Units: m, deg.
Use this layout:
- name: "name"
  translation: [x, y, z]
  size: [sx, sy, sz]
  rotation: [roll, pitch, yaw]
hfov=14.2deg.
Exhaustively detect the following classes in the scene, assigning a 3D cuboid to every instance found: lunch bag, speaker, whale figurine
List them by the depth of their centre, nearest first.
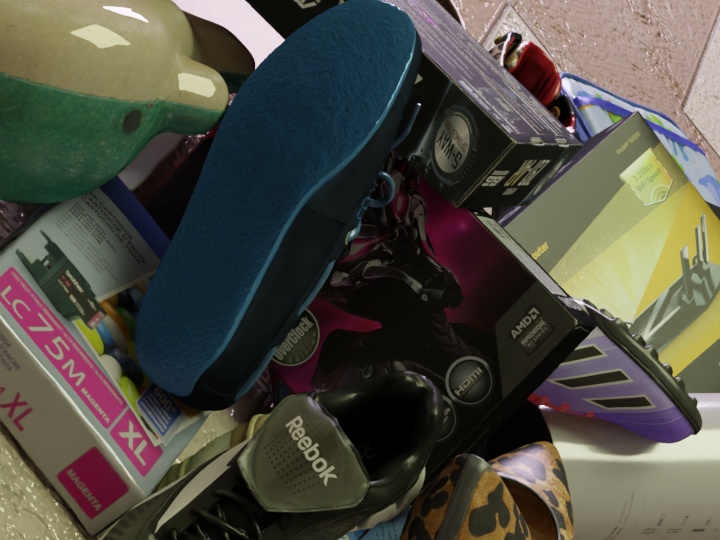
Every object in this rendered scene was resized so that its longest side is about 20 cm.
- name: "whale figurine"
  translation: [-0.130, -0.085, 1.326]
  size: [0.159, 0.104, 0.200]
  rotation: [23, 13, 23]
- name: "speaker"
  translation: [0.168, 0.105, 1.538]
  size: [0.199, 0.081, 0.081]
  rotation: [0, 52, -25]
- name: "lunch bag"
  translation: [0.174, -0.041, 1.874]
  size: [0.200, 0.082, 0.161]
  rotation: [19, 39, -54]

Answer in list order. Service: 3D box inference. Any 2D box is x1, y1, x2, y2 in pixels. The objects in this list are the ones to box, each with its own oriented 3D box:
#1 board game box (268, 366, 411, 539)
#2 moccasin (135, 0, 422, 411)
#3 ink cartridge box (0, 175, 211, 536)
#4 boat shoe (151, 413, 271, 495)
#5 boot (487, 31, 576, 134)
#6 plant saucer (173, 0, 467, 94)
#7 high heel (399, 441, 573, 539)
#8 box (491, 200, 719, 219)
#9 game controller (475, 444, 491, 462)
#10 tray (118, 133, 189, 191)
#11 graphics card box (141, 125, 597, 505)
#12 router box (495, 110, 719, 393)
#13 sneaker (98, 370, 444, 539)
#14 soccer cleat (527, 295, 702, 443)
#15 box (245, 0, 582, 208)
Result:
- name: "board game box"
  translation: [0.013, 0.117, 1.399]
  size: [0.103, 0.019, 0.200]
  rotation: [17, 43, -29]
- name: "moccasin"
  translation: [-0.037, -0.030, 1.295]
  size: [0.080, 0.200, 0.068]
  rotation: [29, -12, 27]
- name: "ink cartridge box"
  translation: [-0.113, 0.025, 1.307]
  size: [0.119, 0.042, 0.200]
  rotation: [52, 22, -7]
- name: "boat shoe"
  translation: [-0.028, 0.160, 1.254]
  size: [0.073, 0.063, 0.201]
  rotation: [21, 40, -51]
- name: "boot"
  translation: [0.046, -0.070, 1.583]
  size: [0.073, 0.150, 0.200]
  rotation: [51, 23, -8]
- name: "plant saucer"
  translation: [-0.040, -0.138, 1.528]
  size: [0.200, 0.037, 0.201]
  rotation: [19, 34, -13]
- name: "high heel"
  translation: [0.068, 0.100, 1.325]
  size: [0.071, 0.143, 0.200]
  rotation: [22, 37, 11]
- name: "box"
  translation: [0.161, 0.014, 1.718]
  size: [0.200, 0.036, 0.143]
  rotation: [21, 62, -29]
- name: "game controller"
  translation: [0.030, 0.103, 1.481]
  size: [0.104, 0.042, 0.200]
  rotation: [14, 44, -36]
- name: "tray"
  translation: [-0.126, -0.104, 1.465]
  size: [0.107, 0.022, 0.200]
  rotation: [49, 24, -7]
- name: "graphics card box"
  translation: [0.000, 0.000, 1.386]
  size: [0.200, 0.125, 0.051]
  rotation: [47, 9, 13]
- name: "router box"
  translation: [0.134, 0.027, 1.632]
  size: [0.157, 0.052, 0.200]
  rotation: [52, 53, -5]
- name: "sneaker"
  translation: [-0.040, 0.095, 1.202]
  size: [0.200, 0.091, 0.067]
  rotation: [-30, 74, -33]
- name: "soccer cleat"
  translation: [0.081, 0.038, 1.471]
  size: [0.200, 0.073, 0.068]
  rotation: [36, -11, -3]
- name: "box"
  translation: [0.010, -0.114, 1.400]
  size: [0.200, 0.044, 0.160]
  rotation: [45, 12, 9]
